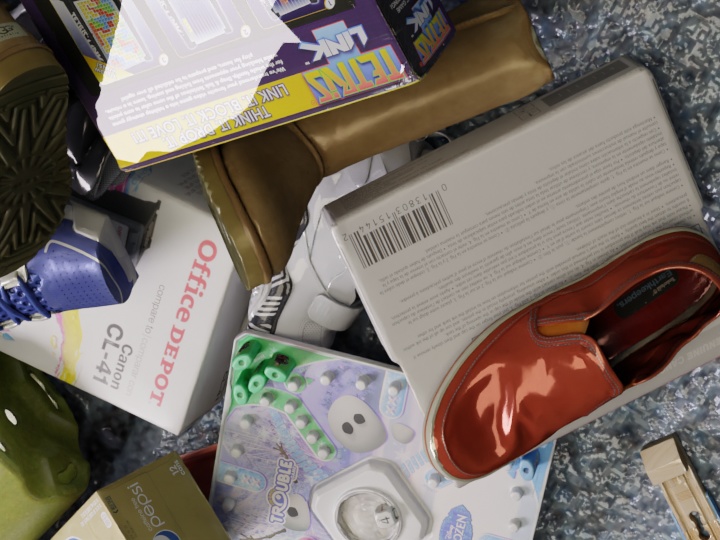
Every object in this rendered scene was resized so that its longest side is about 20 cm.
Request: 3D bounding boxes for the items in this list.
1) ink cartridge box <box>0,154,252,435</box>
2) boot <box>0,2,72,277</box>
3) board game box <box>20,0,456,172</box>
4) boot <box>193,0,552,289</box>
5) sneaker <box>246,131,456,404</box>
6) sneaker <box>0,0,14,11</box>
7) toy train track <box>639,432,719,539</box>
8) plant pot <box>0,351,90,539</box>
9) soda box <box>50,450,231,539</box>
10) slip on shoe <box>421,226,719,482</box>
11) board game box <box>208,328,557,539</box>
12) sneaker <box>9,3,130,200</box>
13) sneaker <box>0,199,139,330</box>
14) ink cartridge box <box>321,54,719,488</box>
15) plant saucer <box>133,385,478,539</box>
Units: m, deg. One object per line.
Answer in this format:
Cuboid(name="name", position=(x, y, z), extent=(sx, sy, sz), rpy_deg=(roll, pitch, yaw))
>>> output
Cuboid(name="ink cartridge box", position=(-0.163, -0.011, 1.367), extent=(0.199, 0.086, 0.148), rpy_deg=(24, 111, 12))
Cuboid(name="boot", position=(-0.227, -0.118, 1.202), extent=(0.200, 0.066, 0.176), rpy_deg=(51, 141, 29))
Cuboid(name="board game box", position=(-0.075, -0.152, 1.114), extent=(0.199, 0.057, 0.166), rpy_deg=(-13, 118, 34))
Cuboid(name="boot", position=(0.009, -0.080, 1.202), extent=(0.199, 0.175, 0.066), rpy_deg=(-22, 121, 1))
Cuboid(name="sneaker", position=(0.000, 0.000, 1.321), extent=(0.114, 0.075, 0.202), rpy_deg=(12, 106, 17))
Cuboid(name="sneaker", position=(-0.286, -0.089, 1.392), extent=(0.089, 0.067, 0.201), rpy_deg=(23, 113, 8))
Cuboid(name="toy train track", position=(0.221, 0.194, 1.331), extent=(0.114, 0.033, 0.201), rpy_deg=(-25, 96, 23))
Cuboid(name="plant pot", position=(-0.278, 0.140, 1.401), extent=(0.184, 0.200, 0.201), rpy_deg=(-37, 93, 16))
Cuboid(name="soda box", position=(-0.158, 0.188, 1.386), extent=(0.068, 0.064, 0.200), rpy_deg=(57, 143, 9))
Cuboid(name="slip on shoe", position=(0.119, 0.049, 1.223), extent=(0.199, 0.061, 0.074), rpy_deg=(-35, 109, 2))
Cuboid(name="board game box", position=(0.004, 0.150, 1.335), extent=(0.198, 0.026, 0.201), rpy_deg=(14, 118, 6))
Cuboid(name="sneaker", position=(-0.198, -0.080, 1.277), extent=(0.199, 0.075, 0.114), rpy_deg=(-32, 91, 17))
Cuboid(name="sneaker", position=(-0.232, 0.021, 1.282), extent=(0.198, 0.116, 0.081), rpy_deg=(3, 144, 24))
Cuboid(name="ink cartridge box", position=(0.102, 0.001, 1.262), extent=(0.199, 0.045, 0.177), rpy_deg=(-26, 108, -2))
Cuboid(name="plant saucer", position=(-0.016, 0.177, 1.391), extent=(0.198, 0.037, 0.201), rpy_deg=(-19, 107, 22))
